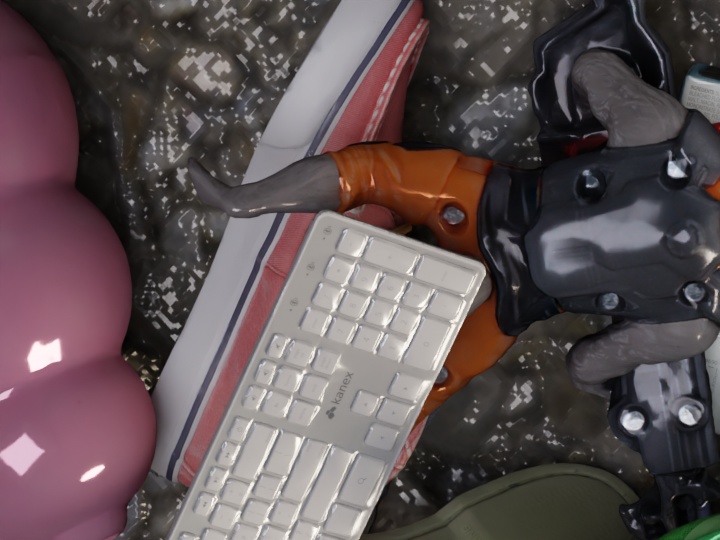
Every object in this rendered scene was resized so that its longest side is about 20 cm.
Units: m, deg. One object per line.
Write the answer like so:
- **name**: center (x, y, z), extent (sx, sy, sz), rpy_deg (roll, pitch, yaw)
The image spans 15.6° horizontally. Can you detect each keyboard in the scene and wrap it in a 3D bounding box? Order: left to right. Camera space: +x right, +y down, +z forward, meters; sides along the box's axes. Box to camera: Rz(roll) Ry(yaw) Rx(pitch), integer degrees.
- **keyboard**: center (-0.028, 0.077, 0.781), extent (0.056, 0.011, 0.201), rpy_deg (20, 107, -17)

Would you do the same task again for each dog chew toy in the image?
- **dog chew toy**: center (-0.134, 0.003, 0.881), extent (0.124, 0.124, 0.201), rpy_deg (-29, 83, 16)

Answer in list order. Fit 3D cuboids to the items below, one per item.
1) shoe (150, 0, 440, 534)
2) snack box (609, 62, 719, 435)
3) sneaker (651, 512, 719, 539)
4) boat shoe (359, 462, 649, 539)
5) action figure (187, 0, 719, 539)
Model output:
- **shoe**: center (0.000, 0.000, 0.892), extent (0.091, 0.071, 0.201), rpy_deg (27, 110, 5)
- **snack box**: center (0.191, 0.012, 0.865), extent (0.199, 0.037, 0.117), rpy_deg (15, 104, 9)
- **sneaker**: center (0.139, 0.100, 0.803), extent (0.199, 0.084, 0.075), rpy_deg (-19, 93, -19)
- **boat shoe**: center (0.005, 0.122, 0.876), extent (0.075, 0.198, 0.066), rpy_deg (48, 144, 36)
- **action figure**: center (0.064, 0.020, 0.819), extent (0.192, 0.105, 0.201), rpy_deg (-17, 100, 4)
